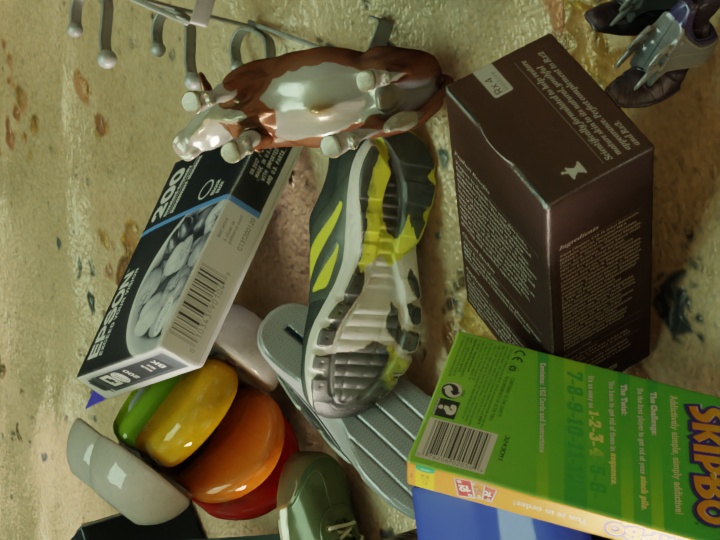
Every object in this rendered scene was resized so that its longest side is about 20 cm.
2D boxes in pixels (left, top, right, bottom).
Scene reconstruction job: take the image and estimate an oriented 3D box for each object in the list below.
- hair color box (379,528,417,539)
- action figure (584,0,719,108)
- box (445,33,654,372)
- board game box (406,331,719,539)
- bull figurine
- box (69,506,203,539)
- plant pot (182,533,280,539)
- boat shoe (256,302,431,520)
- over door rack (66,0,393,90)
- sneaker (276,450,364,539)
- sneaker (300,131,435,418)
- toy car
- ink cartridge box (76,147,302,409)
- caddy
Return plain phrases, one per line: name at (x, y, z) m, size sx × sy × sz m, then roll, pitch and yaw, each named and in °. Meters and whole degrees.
hair color box at (0.076, 0.225, 1.267) m, size 0.200 × 0.100 × 0.061 m, roll 16°, pitch 114°, yaw 54°
action figure at (0.185, -0.171, 0.981) m, size 0.200 × 0.069 × 0.130 m, roll -57°, pitch 50°, yaw 46°
box at (0.106, -0.023, 1.089) m, size 0.100 × 0.075 × 0.200 m, roll 53°, pitch 166°, yaw 32°
board game box at (0.134, 0.097, 1.051) m, size 0.200 × 0.096 × 0.030 m, roll 12°, pitch 140°, yaw 15°
bull figurine at (-0.043, -0.105, 1.254) m, size 0.200 × 0.121 × 0.065 m, roll -10°, pitch 103°, yaw 20°
box at (-0.184, 0.320, 1.702) m, size 0.148 × 0.107 × 0.200 m, roll -46°, pitch 64°, yaw 54°
plant pot at (-0.132, 0.322, 1.464) m, size 0.196 × 0.200 × 0.197 m, roll -6°, pitch 98°, yaw 19°
boat shoe at (0.009, 0.101, 1.362) m, size 0.200 × 0.072 × 0.071 m, roll 47°, pitch 172°, yaw 22°
over door rack at (-0.097, -0.156, 1.341) m, size 0.200 × 0.148 × 0.067 m, roll 9°, pitch 89°, yaw 57°
sneaker at (-0.001, 0.231, 1.433) m, size 0.090 × 0.067 × 0.200 m, roll -2°, pitch 96°, yaw 45°
sneaker at (0.000, 0.000, 1.322) m, size 0.085 × 0.074 × 0.200 m, roll 26°, pitch 103°, yaw 65°
toy car at (-0.118, 0.123, 1.499) m, size 0.150 × 0.175 × 0.200 m, roll 40°, pitch 170°, yaw -18°
ink cartridge box at (-0.139, -0.002, 1.455) m, size 0.200 × 0.043 × 0.198 m, roll -23°, pitch 40°, yaw 56°
caddy at (0.113, 0.165, 1.141) m, size 0.200 × 0.141 × 0.105 m, roll 161°, pitch 100°, yaw -68°
